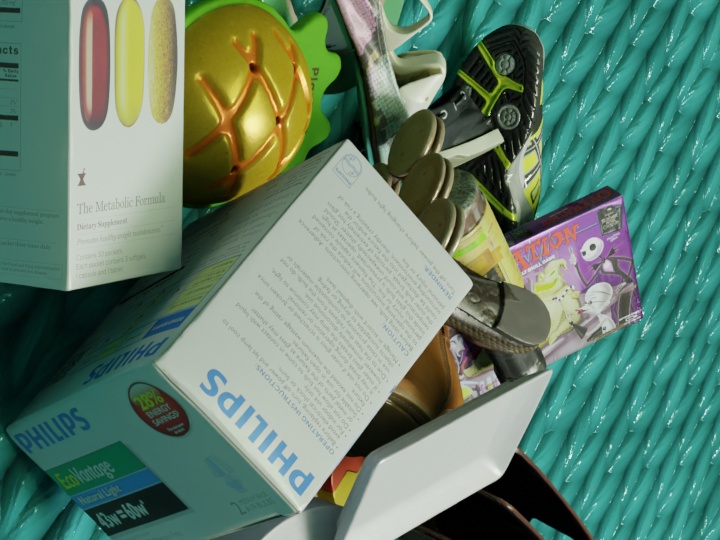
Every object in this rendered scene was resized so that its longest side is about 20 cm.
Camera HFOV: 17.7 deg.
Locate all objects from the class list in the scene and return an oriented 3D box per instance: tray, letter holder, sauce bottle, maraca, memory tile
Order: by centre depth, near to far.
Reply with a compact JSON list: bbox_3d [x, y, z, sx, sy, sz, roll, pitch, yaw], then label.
[{"bbox_3d":[-0.077,-0.108,1.466,0.200,0.107,0.138,-8,116,-54],"label":"maraca"},{"bbox_3d":[0.000,0.000,1.531,0.017,0.200,0.154,28,28,-25],"label":"memory tile"},{"bbox_3d":[0.051,0.131,1.582,0.200,0.022,0.108,-23,146,-47],"label":"tray"},{"bbox_3d":[0.093,0.012,1.741,0.065,0.065,0.200,-62,139,-32],"label":"sauce bottle"},{"bbox_3d":[0.126,0.214,1.825,0.101,0.142,0.200,-56,142,-14],"label":"letter holder"}]

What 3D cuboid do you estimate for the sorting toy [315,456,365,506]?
[{"bbox_3d":[-0.043,0.127,1.645,0.200,0.036,0.186,-45,133,-47],"label":"sorting toy"}]

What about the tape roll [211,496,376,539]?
[{"bbox_3d":[-0.063,0.249,1.571,0.200,0.066,0.201,-17,113,-46],"label":"tape roll"}]

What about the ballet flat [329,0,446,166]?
[{"bbox_3d":[0.018,-0.154,1.559,0.069,0.071,0.201,-101,175,-58],"label":"ballet flat"}]

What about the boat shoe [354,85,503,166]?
[{"bbox_3d":[0.030,-0.100,1.701,0.199,0.074,0.066,-20,85,-46],"label":"boat shoe"}]

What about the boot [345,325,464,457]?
[{"bbox_3d":[0.021,0.060,1.654,0.200,0.073,0.155,52,29,-64],"label":"boot"}]

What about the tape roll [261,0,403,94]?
[{"bbox_3d":[-0.034,-0.222,1.583,0.200,0.048,0.201,-18,111,-58],"label":"tape roll"}]

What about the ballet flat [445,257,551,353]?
[{"bbox_3d":[0.048,0.006,1.656,0.200,0.046,0.068,28,59,-22],"label":"ballet flat"}]

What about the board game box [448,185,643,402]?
[{"bbox_3d":[0.128,0.025,1.825,0.199,0.032,0.120,-25,118,-18],"label":"board game box"}]

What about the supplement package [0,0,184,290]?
[{"bbox_3d":[-0.174,-0.098,1.307,0.114,0.109,0.201,-13,107,-58],"label":"supplement package"}]

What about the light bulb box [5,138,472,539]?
[{"bbox_3d":[-0.073,0.052,1.378,0.125,0.198,0.200,47,55,-13],"label":"light bulb box"}]

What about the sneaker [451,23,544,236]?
[{"bbox_3d":[0.111,-0.100,1.841,0.076,0.075,0.201,-29,130,-63],"label":"sneaker"}]
